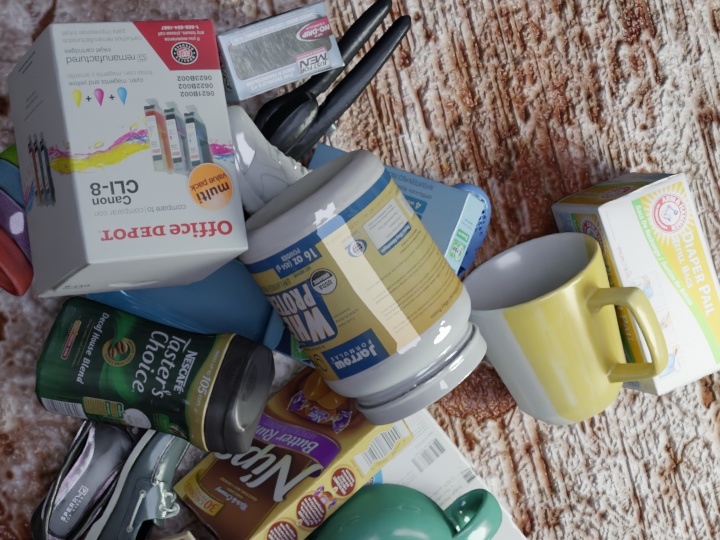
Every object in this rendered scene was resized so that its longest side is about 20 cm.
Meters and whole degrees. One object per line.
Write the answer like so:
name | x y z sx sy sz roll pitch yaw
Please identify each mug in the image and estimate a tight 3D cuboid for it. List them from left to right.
mug | 0.034 0.270 1.528 0.152 0.114 0.185 24 96 -12
mug | 0.192 0.070 1.608 0.149 0.187 0.153 -27 110 -7

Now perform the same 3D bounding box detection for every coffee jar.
coffee jar | -0.180 0.094 1.484 0.200 0.085 0.104 12 60 9

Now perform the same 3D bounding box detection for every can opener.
can opener | -0.025 -0.170 1.560 0.200 0.079 0.063 -46 123 -6

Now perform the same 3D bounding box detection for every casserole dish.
casserole dish | -0.159 0.014 1.515 0.200 0.039 0.121 22 124 2

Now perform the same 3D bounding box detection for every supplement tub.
supplement tub | 0.003 0.015 1.410 0.145 0.145 0.200 -37 101 -13

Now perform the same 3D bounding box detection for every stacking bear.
stacking bear | -0.270 -0.084 1.483 0.114 0.121 0.200 48 72 -13

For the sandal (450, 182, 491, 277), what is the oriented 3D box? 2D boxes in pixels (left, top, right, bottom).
sandal | 0.065 0.002 1.605 0.079 0.087 0.200 36 80 -15

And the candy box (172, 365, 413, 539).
candy box | -0.063 0.179 1.554 0.200 0.117 0.056 -43 136 -11

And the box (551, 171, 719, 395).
box | 0.284 0.010 1.663 0.101 0.112 0.200 -22 99 -16

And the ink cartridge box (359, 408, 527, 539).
ink cartridge box | 0.063 0.231 1.628 0.116 0.067 0.200 -40 104 -10

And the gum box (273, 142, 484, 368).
gum box | 0.000 0.000 1.550 0.045 0.170 0.200 28 84 -62

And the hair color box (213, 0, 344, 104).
hair color box | -0.096 -0.187 1.479 0.099 0.200 0.061 -21 100 -16

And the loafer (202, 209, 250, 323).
loafer | -0.145 -0.045 1.553 0.072 0.073 0.200 -5 104 21

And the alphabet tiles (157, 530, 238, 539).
alphabet tiles | -0.163 0.306 1.516 0.166 0.006 0.200 -18 134 8

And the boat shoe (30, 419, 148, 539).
boat shoe | -0.236 0.171 1.532 0.067 0.057 0.200 32 83 -16

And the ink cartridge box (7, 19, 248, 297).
ink cartridge box | -0.195 -0.089 1.383 0.145 0.145 0.200 -6 82 -28

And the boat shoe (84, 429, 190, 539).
boat shoe | -0.193 0.216 1.532 0.062 0.073 0.200 30 90 19

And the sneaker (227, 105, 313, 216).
sneaker | -0.059 -0.071 1.498 0.099 0.078 0.200 -29 111 0
